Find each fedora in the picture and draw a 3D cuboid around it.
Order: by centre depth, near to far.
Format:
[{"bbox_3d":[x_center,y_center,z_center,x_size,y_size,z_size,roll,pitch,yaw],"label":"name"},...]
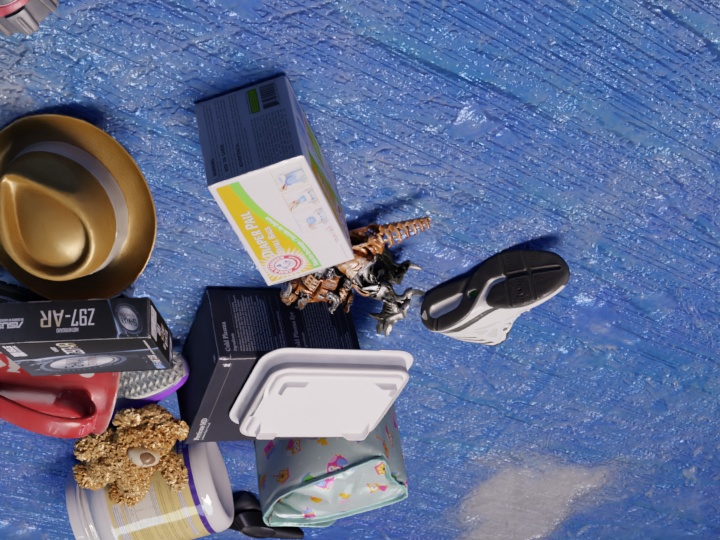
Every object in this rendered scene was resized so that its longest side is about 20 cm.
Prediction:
[{"bbox_3d":[-0.302,-0.053,1.433,0.200,0.082,0.201,2,105,8],"label":"fedora"}]

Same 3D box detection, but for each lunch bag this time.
[{"bbox_3d":[-0.050,0.245,1.953,0.200,0.171,0.122,-22,137,13],"label":"lunch bag"}]

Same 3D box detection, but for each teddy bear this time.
[{"bbox_3d":[-0.292,0.243,1.831,0.200,0.067,0.145,-26,116,38],"label":"teddy bear"}]

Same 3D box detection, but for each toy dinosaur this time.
[{"bbox_3d":[0.000,0.000,1.700,0.200,0.102,0.136,-17,135,44],"label":"toy dinosaur"}]

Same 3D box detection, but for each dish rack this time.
[{"bbox_3d":[-0.045,0.158,1.762,0.200,0.044,0.172,4,142,-24],"label":"dish rack"}]

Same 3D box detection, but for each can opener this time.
[{"bbox_3d":[-0.144,0.387,2.221,0.063,0.079,0.200,-37,149,18],"label":"can opener"}]

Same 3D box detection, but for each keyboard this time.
[{"bbox_3d":[-0.382,0.032,1.608,0.200,0.021,0.127,16,160,-3],"label":"keyboard"}]

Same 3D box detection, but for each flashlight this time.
[{"bbox_3d":[-0.331,-0.276,1.207,0.068,0.068,0.200,-22,146,13],"label":"flashlight"}]

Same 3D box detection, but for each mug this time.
[{"bbox_3d":[-0.385,0.115,1.675,0.200,0.134,0.177,9,177,-22],"label":"mug"}]

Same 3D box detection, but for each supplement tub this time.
[{"bbox_3d":[-0.286,0.307,1.983,0.200,0.146,0.145,-16,146,3],"label":"supplement tub"}]

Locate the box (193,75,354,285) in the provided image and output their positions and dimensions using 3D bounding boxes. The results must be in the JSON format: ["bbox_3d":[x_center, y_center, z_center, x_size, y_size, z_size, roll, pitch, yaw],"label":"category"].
[{"bbox_3d":[-0.087,-0.089,1.519,0.101,0.113,0.200,-17,147,6],"label":"box"}]

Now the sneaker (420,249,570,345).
[{"bbox_3d":[0.186,0.036,1.841,0.200,0.076,0.115,-21,154,25],"label":"sneaker"}]

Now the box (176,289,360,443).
[{"bbox_3d":[-0.120,0.120,1.810,0.182,0.104,0.200,0,143,-22],"label":"box"}]

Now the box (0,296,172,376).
[{"bbox_3d":[-0.288,0.071,1.533,0.160,0.044,0.200,-3,167,-2],"label":"box"}]

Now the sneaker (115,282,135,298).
[{"bbox_3d":[-0.268,0.001,1.618,0.073,0.071,0.200,1,143,-20],"label":"sneaker"}]

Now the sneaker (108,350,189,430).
[{"bbox_3d":[-0.289,0.155,1.843,0.200,0.070,0.100,-23,152,20],"label":"sneaker"}]
